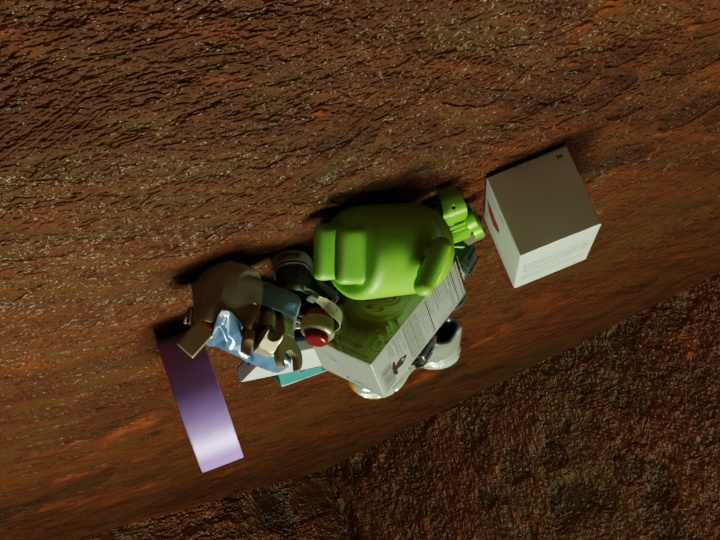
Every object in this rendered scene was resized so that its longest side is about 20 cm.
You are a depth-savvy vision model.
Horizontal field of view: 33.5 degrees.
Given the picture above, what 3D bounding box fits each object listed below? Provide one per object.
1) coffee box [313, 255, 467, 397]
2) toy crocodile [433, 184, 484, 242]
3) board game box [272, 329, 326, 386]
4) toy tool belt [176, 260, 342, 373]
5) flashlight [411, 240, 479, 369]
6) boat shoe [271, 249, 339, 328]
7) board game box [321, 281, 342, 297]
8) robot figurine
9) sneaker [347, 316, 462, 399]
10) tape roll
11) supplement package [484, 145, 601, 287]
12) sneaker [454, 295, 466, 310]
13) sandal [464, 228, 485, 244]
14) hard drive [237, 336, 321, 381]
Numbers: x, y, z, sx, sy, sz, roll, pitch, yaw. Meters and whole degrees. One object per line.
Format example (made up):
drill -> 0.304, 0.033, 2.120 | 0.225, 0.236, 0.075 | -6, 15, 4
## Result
coffee box -> 0.039, 0.057, 1.615 | 0.200, 0.114, 0.080 | -50, 142, -24
toy crocodile -> 0.125, -0.069, 1.632 | 0.067, 0.062, 0.200 | -22, 171, 7
board game box -> -0.058, 0.111, 1.889 | 0.199, 0.047, 0.151 | -18, -163, -16
toy tool belt -> -0.128, 0.082, 1.505 | 0.199, 0.124, 0.125 | 23, 148, -19
flashlight -> 0.108, 0.044, 1.703 | 0.068, 0.068, 0.200 | 9, -128, 37
boat shoe -> -0.070, 0.045, 1.619 | 0.073, 0.069, 0.200 | -9, 153, 4
board game box -> 0.000, 0.000, 1.729 | 0.199, 0.035, 0.126 | -8, 160, -45
robot figurine -> 0.035, -0.026, 1.502 | 0.199, 0.117, 0.175 | -5, -172, -41
sneaker -> 0.068, 0.120, 1.802 | 0.199, 0.076, 0.092 | -24, 148, -25
tape roll -> -0.231, 0.185, 1.724 | 0.065, 0.201, 0.200 | -20, 166, -9
supplement package -> 0.247, -0.070, 1.662 | 0.119, 0.122, 0.200 | -21, 166, 0
sneaker -> 0.060, 0.050, 1.795 | 0.199, 0.074, 0.082 | -13, 166, -1
sandal -> 0.118, -0.011, 1.828 | 0.200, 0.054, 0.080 | -33, 163, 36
hard drive -> -0.066, 0.115, 1.710 | 0.199, 0.026, 0.132 | -10, 165, -23
